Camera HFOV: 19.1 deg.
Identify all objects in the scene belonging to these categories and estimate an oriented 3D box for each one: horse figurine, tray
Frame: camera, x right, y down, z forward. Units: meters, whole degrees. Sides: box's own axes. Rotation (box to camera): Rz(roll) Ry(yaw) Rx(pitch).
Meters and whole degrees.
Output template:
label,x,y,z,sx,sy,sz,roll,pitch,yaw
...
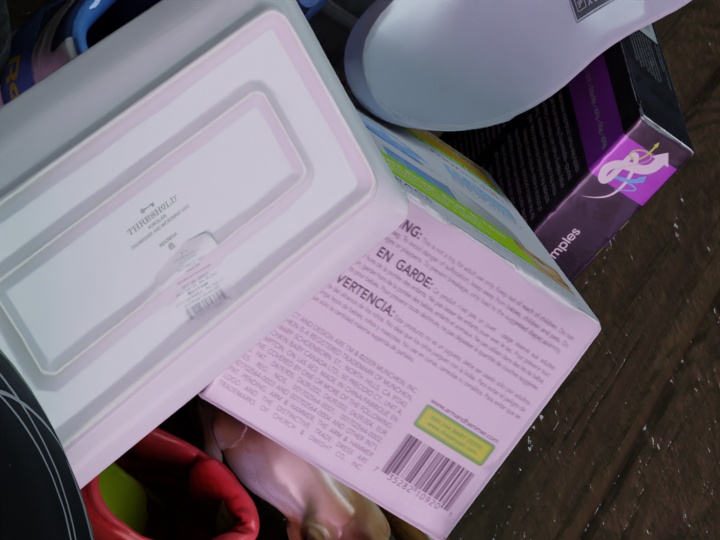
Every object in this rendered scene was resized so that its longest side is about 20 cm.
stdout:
label,x,y,z,sx,sy,sz,roll,pitch,yaw
horse figurine,-0.036,0.078,0.871,0.200,0.050,0.133,51,5,-14
tray,-0.066,-0.012,0.648,0.200,0.022,0.108,-40,108,-33

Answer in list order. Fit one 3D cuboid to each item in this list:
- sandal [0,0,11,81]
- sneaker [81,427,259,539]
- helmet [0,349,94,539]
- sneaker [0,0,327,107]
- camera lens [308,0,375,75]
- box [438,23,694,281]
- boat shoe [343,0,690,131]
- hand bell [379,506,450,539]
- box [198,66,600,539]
label,x,y,z,sx,sy,sz,roll,pitch,yaw
sandal,-0.158,-0.107,0.751,0.075,0.048,0.201,19,31,-16
sneaker,-0.068,0.109,0.779,0.200,0.085,0.077,50,35,-39
helmet,-0.152,0.086,0.512,0.200,0.199,0.192,26,45,-56
sneaker,-0.056,-0.110,0.836,0.200,0.082,0.074,-44,105,-24
camera lens,0.032,-0.191,0.968,0.160,0.200,0.160,32,16,-10
box,0.062,-0.027,0.958,0.036,0.200,0.143,32,28,-22
boat shoe,0.062,-0.113,0.882,0.200,0.066,0.070,-32,113,-30
hand bell,0.030,0.124,0.985,0.201,0.104,0.104,56,29,-9
box,0.000,0.000,0.833,0.112,0.102,0.200,33,11,-17
